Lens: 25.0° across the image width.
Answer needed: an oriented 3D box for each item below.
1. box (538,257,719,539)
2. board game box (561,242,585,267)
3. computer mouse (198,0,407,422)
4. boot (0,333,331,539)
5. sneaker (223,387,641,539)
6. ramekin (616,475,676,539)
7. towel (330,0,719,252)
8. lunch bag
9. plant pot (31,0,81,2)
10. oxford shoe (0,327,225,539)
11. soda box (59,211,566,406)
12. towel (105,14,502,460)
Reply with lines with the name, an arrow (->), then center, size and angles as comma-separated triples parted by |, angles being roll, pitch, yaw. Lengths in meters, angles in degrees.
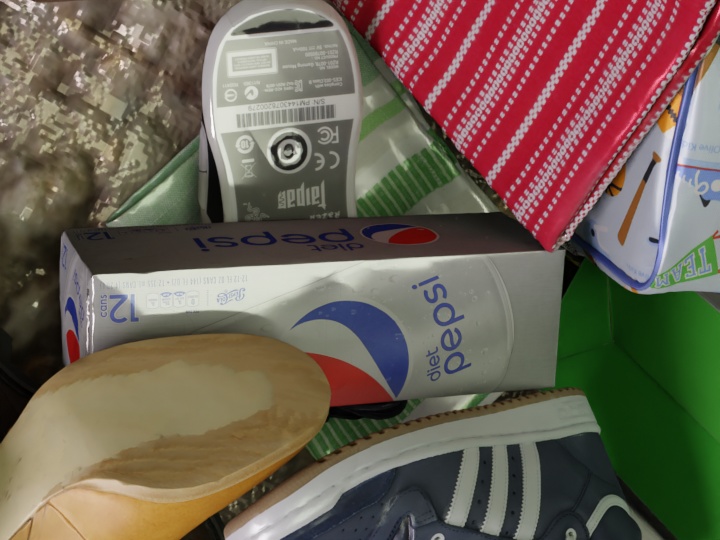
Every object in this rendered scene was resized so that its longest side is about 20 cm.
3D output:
box -> 0.206, 0.080, 0.761 | 0.176, 0.200, 0.097 | 15, 111, -33
board game box -> 0.181, -0.075, 0.838 | 0.105, 0.023, 0.200 | 31, 86, -29
computer mouse -> -0.033, -0.024, 0.714 | 0.109, 0.044, 0.200 | -6, 108, -17
boot -> -0.107, 0.107, 0.618 | 0.201, 0.071, 0.144 | -20, 144, -19
sneaker -> 0.044, 0.114, 0.633 | 0.200, 0.070, 0.109 | -9, 69, -45
ramekin -> 0.147, 0.182, 0.778 | 0.202, 0.202, 0.094 | 37, 95, -26
towel -> 0.049, -0.125, 0.653 | 0.022, 0.200, 0.145 | -16, 149, -42
lunch bag -> 0.117, -0.081, 0.708 | 0.075, 0.200, 0.161 | -3, 114, -20
plant pot -> -0.102, -0.210, 0.594 | 0.200, 0.200, 0.199 | -13, 113, -23
oxford shoe -> -0.140, 0.091, 0.673 | 0.200, 0.085, 0.073 | 37, 124, -23
soda box -> -0.019, 0.017, 0.670 | 0.200, 0.068, 0.064 | -3, 107, -20
towel -> 0.000, 0.000, 0.765 | 0.153, 0.023, 0.200 | -44, 115, -11
